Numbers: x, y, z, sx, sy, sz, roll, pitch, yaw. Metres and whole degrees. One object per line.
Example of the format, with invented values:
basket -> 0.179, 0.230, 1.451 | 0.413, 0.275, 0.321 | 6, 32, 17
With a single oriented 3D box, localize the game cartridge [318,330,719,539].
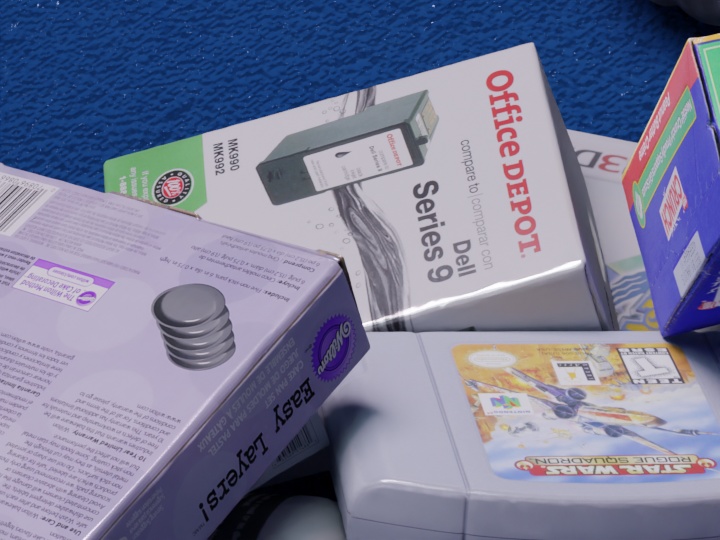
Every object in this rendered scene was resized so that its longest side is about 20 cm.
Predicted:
game cartridge -> 0.087, 0.067, 1.093 | 0.200, 0.042, 0.133 | 0, 23, -9

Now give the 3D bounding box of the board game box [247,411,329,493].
board game box -> -0.130, 0.071, 1.096 | 0.200, 0.034, 0.134 | -31, 40, -12

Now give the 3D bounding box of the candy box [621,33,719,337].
candy box -> 0.211, -0.048, 1.081 | 0.200, 0.169, 0.077 | -14, 77, -8

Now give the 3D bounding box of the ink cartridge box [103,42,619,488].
ink cartridge box -> 0.000, 0.000, 1.211 | 0.200, 0.084, 0.146 | -16, 45, 6

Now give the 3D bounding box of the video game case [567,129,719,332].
video game case -> 0.085, 0.021, 1.234 | 0.182, 0.022, 0.200 | 13, 55, 31

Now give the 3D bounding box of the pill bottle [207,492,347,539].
pill bottle -> -0.052, 0.145, 1.101 | 0.200, 0.120, 0.120 | -1, 49, 22

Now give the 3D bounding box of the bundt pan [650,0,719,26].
bundt pan -> 0.200, -0.189, 1.344 | 0.201, 0.076, 0.202 | -11, 46, 12

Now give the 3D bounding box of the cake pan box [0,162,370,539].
cake pan box -> -0.127, 0.048, 1.055 | 0.200, 0.052, 0.184 | 15, 49, 35
